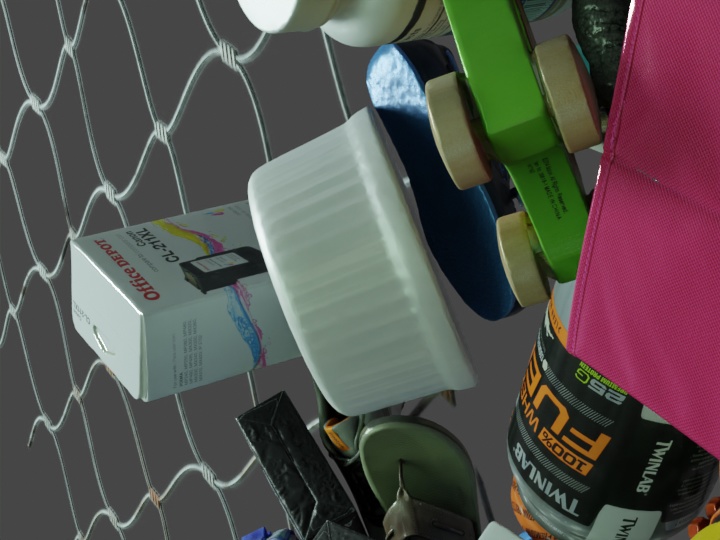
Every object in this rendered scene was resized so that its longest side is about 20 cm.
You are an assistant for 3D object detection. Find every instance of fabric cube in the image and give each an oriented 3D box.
[{"bbox_3d":[0.228,-0.024,0.499,0.199,0.196,0.200,40,134,45],"label":"fabric cube"}]

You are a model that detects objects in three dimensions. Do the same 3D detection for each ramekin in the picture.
[{"bbox_3d":[0.000,0.000,0.885,0.200,0.098,0.201,-22,-90,-86],"label":"ramekin"}]

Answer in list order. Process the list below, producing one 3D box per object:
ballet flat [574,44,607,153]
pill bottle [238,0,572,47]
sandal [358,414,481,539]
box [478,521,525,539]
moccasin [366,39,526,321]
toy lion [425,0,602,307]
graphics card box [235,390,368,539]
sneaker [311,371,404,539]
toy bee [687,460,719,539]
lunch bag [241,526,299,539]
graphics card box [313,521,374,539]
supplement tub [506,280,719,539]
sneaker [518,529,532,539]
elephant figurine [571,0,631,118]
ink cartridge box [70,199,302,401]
[{"bbox_3d":[0.153,-0.095,0.728,0.200,0.071,0.071,-4,99,60],"label":"ballet flat"},{"bbox_3d":[0.029,-0.188,0.749,0.111,0.200,0.111,29,126,50],"label":"pill bottle"},{"bbox_3d":[0.054,0.197,0.977,0.057,0.080,0.201,-67,-38,-68],"label":"sandal"},{"bbox_3d":[0.121,0.294,0.737,0.200,0.199,0.171,25,162,46],"label":"box"},{"bbox_3d":[0.075,-0.068,0.860,0.080,0.068,0.200,-28,80,51],"label":"moccasin"},{"bbox_3d":[0.073,-0.095,0.629,0.200,0.069,0.192,51,-157,-59],"label":"toy lion"},{"bbox_3d":[-0.035,0.198,1.088,0.126,0.051,0.200,56,170,31],"label":"graphics card box"},{"bbox_3d":[0.006,0.150,1.035,0.074,0.079,0.201,-19,88,34],"label":"sneaker"},{"bbox_3d":[0.205,0.123,0.658,0.109,0.131,0.201,9,108,49],"label":"toy bee"},{"bbox_3d":[-0.062,0.283,0.986,0.200,0.082,0.161,39,-151,-89],"label":"lunch bag"},{"bbox_3d":[0.042,0.272,0.941,0.125,0.051,0.200,16,143,37],"label":"graphics card box"},{"bbox_3d":[0.153,0.067,0.733,0.123,0.122,0.200,47,139,38],"label":"supplement tub"},{"bbox_3d":[0.112,0.220,0.910,0.066,0.078,0.200,58,147,23],"label":"sneaker"},{"bbox_3d":[0.144,-0.194,0.634,0.155,0.141,0.200,92,154,-51],"label":"elephant figurine"},{"bbox_3d":[-0.120,0.017,1.081,0.146,0.200,0.083,37,133,46],"label":"ink cartridge box"}]
